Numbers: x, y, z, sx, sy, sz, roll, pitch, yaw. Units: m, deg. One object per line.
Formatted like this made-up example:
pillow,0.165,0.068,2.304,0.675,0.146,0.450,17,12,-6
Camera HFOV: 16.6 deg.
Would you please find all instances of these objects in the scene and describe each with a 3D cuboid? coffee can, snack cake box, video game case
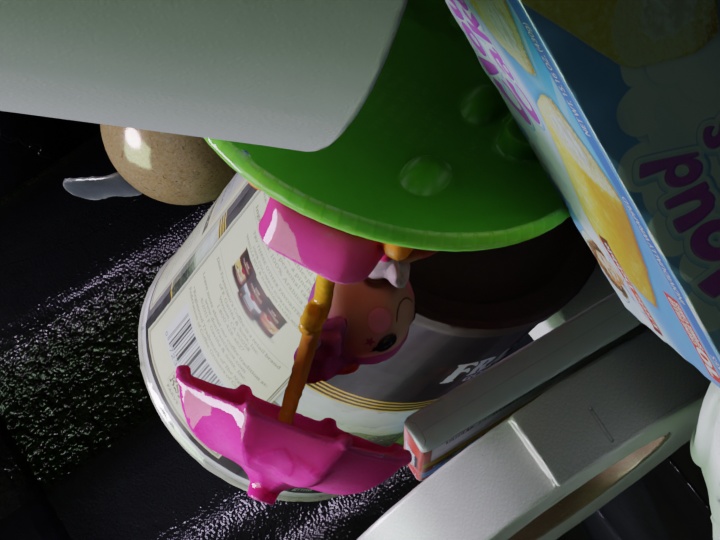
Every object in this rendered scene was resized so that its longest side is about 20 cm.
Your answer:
coffee can,0.000,0.000,1.108,0.147,0.146,0.200,55,145,9
snack cake box,0.079,-0.068,0.744,0.200,0.067,0.115,58,175,-20
video game case,0.082,0.042,1.052,0.017,0.143,0.200,59,176,8

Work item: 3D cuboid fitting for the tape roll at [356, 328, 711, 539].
tape roll,0.079,0.086,1.046,0.037,0.202,0.203,55,176,13

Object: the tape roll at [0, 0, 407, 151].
tape roll,-0.065,-0.141,0.699,0.203,0.139,0.204,-173,90,-75

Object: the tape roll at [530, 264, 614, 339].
tape roll,0.070,-0.037,1.244,0.203,0.037,0.203,57,176,6

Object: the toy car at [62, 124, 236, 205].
toy car,-0.086,-0.096,1.360,0.158,0.199,0.165,-87,-22,-46

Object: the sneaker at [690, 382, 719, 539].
sneaker,0.168,0.085,0.989,0.200,0.073,0.071,85,161,-64

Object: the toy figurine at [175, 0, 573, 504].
toy figurine,-0.003,-0.006,0.912,0.150,0.200,0.185,27,129,9
